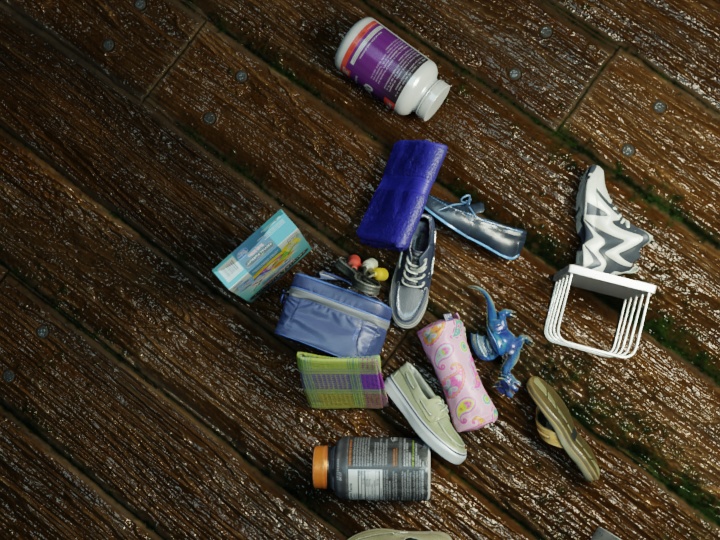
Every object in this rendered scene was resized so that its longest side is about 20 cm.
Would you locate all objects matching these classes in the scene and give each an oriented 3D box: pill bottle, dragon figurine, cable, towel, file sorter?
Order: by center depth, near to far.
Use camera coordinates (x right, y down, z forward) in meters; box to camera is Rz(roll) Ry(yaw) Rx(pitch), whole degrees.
[{"bbox_3d":[0.387,0.073,1.540,0.138,0.200,0.125,15,87,6],"label":"file sorter"},{"bbox_3d":[-0.029,0.188,1.557,0.143,0.200,0.023,0,58,7],"label":"towel"},{"bbox_3d":[0.019,0.335,1.571,0.199,0.106,0.107,1,82,4],"label":"pill bottle"},{"bbox_3d":[0.000,0.000,1.576,0.097,0.200,0.050,25,93,1],"label":"cable"},{"bbox_3d":[0.231,0.118,1.592,0.099,0.059,0.200,-30,87,-34],"label":"dragon figurine"},{"bbox_3d":[0.067,-0.135,1.621,0.049,0.148,0.201,24,83,-27],"label":"towel"},{"bbox_3d":[0.059,-0.358,1.666,0.200,0.112,0.113,38,86,8],"label":"pill bottle"}]

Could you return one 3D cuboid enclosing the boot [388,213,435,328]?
[{"bbox_3d":[0.091,0.000,1.623,0.072,0.090,0.201,8,82,5],"label":"boot"}]

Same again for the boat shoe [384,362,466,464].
[{"bbox_3d":[0.115,0.240,1.571,0.062,0.072,0.200,-50,62,14],"label":"boat shoe"}]

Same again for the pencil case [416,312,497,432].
[{"bbox_3d":[0.169,0.177,1.596,0.087,0.087,0.201,-20,80,1],"label":"pencil case"}]

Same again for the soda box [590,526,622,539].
[{"bbox_3d":[0.413,0.465,1.477,0.068,0.200,0.064,32,85,6],"label":"soda box"}]

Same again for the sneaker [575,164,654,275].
[{"bbox_3d":[0.449,-0.083,1.619,0.129,0.080,0.200,3,78,-1],"label":"sneaker"}]

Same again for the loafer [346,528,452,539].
[{"bbox_3d":[0.060,0.476,1.566,0.199,0.068,0.076,-8,81,3],"label":"loafer"}]

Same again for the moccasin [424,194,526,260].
[{"bbox_3d":[0.201,-0.092,1.641,0.199,0.080,0.068,28,99,-5],"label":"moccasin"}]

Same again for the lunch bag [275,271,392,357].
[{"bbox_3d":[-0.048,0.078,1.598,0.199,0.136,0.133,20,83,8],"label":"lunch bag"}]

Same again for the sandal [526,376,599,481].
[{"bbox_3d":[0.335,0.275,1.576,0.054,0.080,0.200,-34,84,24],"label":"sandal"}]

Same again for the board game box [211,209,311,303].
[{"bbox_3d":[-0.163,-0.019,1.587,0.151,0.200,0.047,-42,81,-2],"label":"board game box"}]
